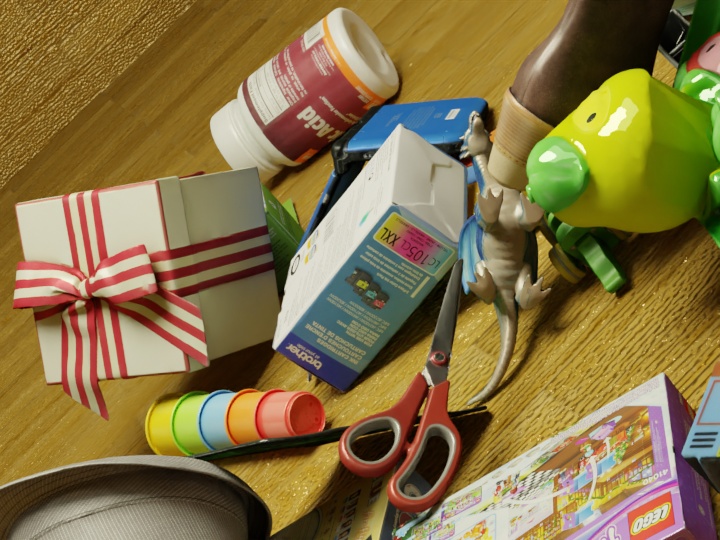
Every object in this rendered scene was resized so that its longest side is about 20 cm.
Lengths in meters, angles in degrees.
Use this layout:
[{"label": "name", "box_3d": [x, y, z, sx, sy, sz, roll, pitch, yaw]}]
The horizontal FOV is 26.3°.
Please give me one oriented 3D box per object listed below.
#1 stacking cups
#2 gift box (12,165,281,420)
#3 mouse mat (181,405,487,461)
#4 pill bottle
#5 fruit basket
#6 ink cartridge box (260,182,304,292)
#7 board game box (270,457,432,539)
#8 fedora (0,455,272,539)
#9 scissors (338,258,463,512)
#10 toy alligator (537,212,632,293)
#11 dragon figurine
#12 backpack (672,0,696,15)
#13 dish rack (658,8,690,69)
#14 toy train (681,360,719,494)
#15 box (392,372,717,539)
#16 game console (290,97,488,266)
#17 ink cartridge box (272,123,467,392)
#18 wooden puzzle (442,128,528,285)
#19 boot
[{"label": "stacking cups", "box_3d": [-0.104, 0.126, 1.259, 0.199, 0.061, 0.061, -9, 38, 54]}, {"label": "gift box", "box_3d": [-0.180, 0.017, 1.358, 0.183, 0.203, 0.186, -13, 1, 31]}, {"label": "mouse mat", "box_3d": [-0.032, 0.114, 1.037, 0.198, 0.008, 0.160, -2, -11, -41]}, {"label": "pill bottle", "box_3d": [-0.065, -0.190, 1.723, 0.199, 0.114, 0.115, -35, 22, 21]}, {"label": "fruit basket", "box_3d": [0.203, -0.090, 0.920, 0.216, 0.212, 0.157, -99, 20, -66]}, {"label": "ink cartridge box", "box_3d": [-0.135, -0.020, 1.573, 0.147, 0.076, 0.200, -40, 22, 7]}, {"label": "board game box", "box_3d": [-0.028, 0.220, 0.951, 0.135, 0.035, 0.201, -35, 21, 32]}, {"label": "fedora", "box_3d": [-0.149, 0.200, 0.974, 0.197, 0.178, 0.091, -5, 47, -11]}, {"label": "scissors", "box_3d": [0.053, 0.070, 0.984, 0.201, 0.072, 0.014, -55, -18, -40]}, {"label": "toy alligator", "box_3d": [0.149, -0.054, 1.110, 0.059, 0.054, 0.201, -41, 29, 20]}, {"label": "dragon figurine", "box_3d": [0.100, -0.011, 1.089, 0.058, 0.203, 0.099, -1, 5, 0]}, {"label": "backpack", "box_3d": [0.266, -0.305, 1.287, 0.178, 0.151, 0.200, -48, 14, -6]}, {"label": "dish rack", "box_3d": [0.317, -0.199, 1.126, 0.199, 0.055, 0.154, -39, 22, 11]}, {"label": "toy train", "box_3d": [0.247, 0.062, 0.709, 0.199, 0.087, 0.115, -9, 47, 53]}, {"label": "box", "box_3d": [0.100, 0.154, 0.851, 0.199, 0.039, 0.137, -34, 21, 23]}, {"label": "game console", "box_3d": [0.029, -0.080, 1.410, 0.168, 0.120, 0.200, -4, 16, 12]}, {"label": "ink cartridge box", "box_3d": [0.000, 0.000, 1.243, 0.200, 0.076, 0.137, -49, 17, 28]}, {"label": "wooden puzzle", "box_3d": [0.125, -0.084, 1.277, 0.200, 0.037, 0.185, -42, 21, 5]}, {"label": "boot", "box_3d": [0.181, -0.127, 1.021, 0.072, 0.198, 0.168, 45, 122, 33]}]
